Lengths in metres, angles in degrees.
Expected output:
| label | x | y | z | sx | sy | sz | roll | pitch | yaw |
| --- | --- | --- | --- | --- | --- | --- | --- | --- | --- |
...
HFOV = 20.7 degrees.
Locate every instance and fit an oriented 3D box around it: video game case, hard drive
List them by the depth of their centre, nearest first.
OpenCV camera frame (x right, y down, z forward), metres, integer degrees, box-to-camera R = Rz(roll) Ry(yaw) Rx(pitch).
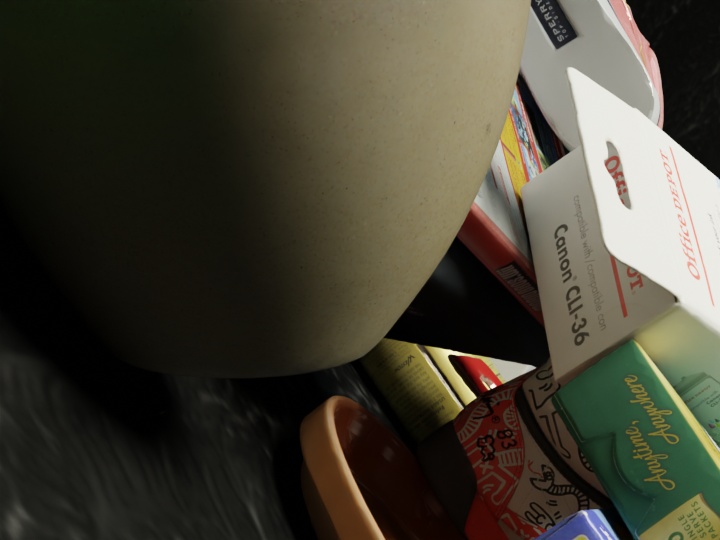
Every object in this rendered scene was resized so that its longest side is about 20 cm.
| label | x | y | z | sx | sy | sz | roll | pitch | yaw |
| --- | --- | --- | --- | --- | --- | --- | --- | --- | --- |
| video game case | 0.063 | -0.048 | 0.886 | 0.200 | 0.017 | 0.143 | 42 | 31 | -54 |
| hard drive | 0.000 | 0.000 | 0.893 | 0.139 | 0.033 | 0.200 | 10 | -11 | 25 |

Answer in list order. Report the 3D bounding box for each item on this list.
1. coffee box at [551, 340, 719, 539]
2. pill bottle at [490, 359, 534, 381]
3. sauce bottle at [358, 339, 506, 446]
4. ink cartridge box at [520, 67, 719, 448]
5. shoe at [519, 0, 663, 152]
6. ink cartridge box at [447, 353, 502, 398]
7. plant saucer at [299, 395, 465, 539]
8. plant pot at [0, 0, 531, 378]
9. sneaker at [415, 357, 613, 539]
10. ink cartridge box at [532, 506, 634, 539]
| label | x | y | z | sx | sy | sz | roll | pitch | yaw |
| --- | --- | --- | --- | --- | --- | --- | --- | --- | --- |
| coffee box | 0.157 | 0.129 | 0.776 | 0.200 | 0.044 | 0.123 | 49 | 9 | -34 |
| pill bottle | 0.090 | 0.054 | 1.244 | 0.111 | 0.111 | 0.200 | 56 | 8 | 16 |
| sauce bottle | 0.056 | 0.081 | 1.107 | 0.200 | 0.065 | 0.065 | 57 | 8 | 7 |
| ink cartridge box | 0.136 | 0.014 | 0.839 | 0.200 | 0.067 | 0.117 | 35 | 33 | -34 |
| shoe | 0.092 | -0.141 | 0.985 | 0.201 | 0.071 | 0.091 | 65 | 10 | 8 |
| ink cartridge box | 0.086 | 0.142 | 0.994 | 0.200 | 0.067 | 0.116 | 55 | 7 | 10 |
| plant saucer | 0.035 | 0.142 | 0.818 | 0.200 | 0.032 | 0.200 | 52 | 7 | -9 |
| plant pot | -0.041 | -0.039 | 0.676 | 0.200 | 0.199 | 0.135 | -89 | 178 | -78 |
| sneaker | 0.122 | 0.130 | 0.874 | 0.202 | 0.108 | 0.067 | 55 | 8 | 6 |
| ink cartridge box | 0.099 | 0.162 | 0.734 | 0.137 | 0.076 | 0.200 | 56 | 9 | 12 |
